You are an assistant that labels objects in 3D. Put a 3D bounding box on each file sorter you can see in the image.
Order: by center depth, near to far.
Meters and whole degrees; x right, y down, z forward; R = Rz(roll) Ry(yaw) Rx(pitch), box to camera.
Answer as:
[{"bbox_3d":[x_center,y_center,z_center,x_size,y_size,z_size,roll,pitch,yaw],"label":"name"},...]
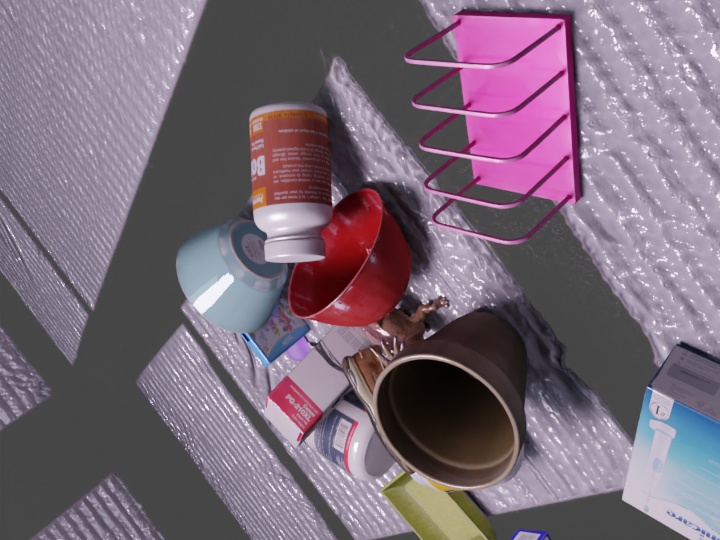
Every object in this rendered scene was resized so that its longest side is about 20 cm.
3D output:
[{"bbox_3d":[0.136,-0.148,0.822,0.137,0.125,0.204,18,133,40],"label":"file sorter"}]

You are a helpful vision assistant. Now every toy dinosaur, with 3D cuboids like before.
[{"bbox_3d":[0.041,0.088,1.139,0.198,0.135,0.087,26,139,35],"label":"toy dinosaur"}]

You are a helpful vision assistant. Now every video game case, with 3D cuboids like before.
[{"bbox_3d":[-0.187,0.058,1.391,0.018,0.143,0.201,-38,89,33],"label":"video game case"}]

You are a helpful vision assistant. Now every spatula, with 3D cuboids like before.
[{"bbox_3d":[-0.079,0.143,1.438,0.198,0.020,0.057,-5,114,52],"label":"spatula"}]

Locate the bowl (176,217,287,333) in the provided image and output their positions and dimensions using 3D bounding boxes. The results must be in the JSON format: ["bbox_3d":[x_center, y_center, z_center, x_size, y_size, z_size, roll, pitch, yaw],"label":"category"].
[{"bbox_3d":[-0.201,-0.008,1.326,0.105,0.200,0.202,-38,90,35],"label":"bowl"}]

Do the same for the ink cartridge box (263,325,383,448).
[{"bbox_3d":[-0.057,0.174,1.259,0.084,0.200,0.145,42,159,8],"label":"ink cartridge box"}]

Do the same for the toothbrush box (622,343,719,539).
[{"bbox_3d":[0.385,0.206,0.869,0.145,0.085,0.203,25,137,34],"label":"toothbrush box"}]

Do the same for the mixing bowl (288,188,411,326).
[{"bbox_3d":[0.000,0.000,1.094,0.107,0.204,0.198,33,156,-28],"label":"mixing bowl"}]

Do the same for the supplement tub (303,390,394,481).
[{"bbox_3d":[-0.029,0.266,1.380,0.198,0.140,0.143,22,136,38],"label":"supplement tub"}]

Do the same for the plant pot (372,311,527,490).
[{"bbox_3d":[0.138,0.147,1.019,0.196,0.174,0.204,16,126,23],"label":"plant pot"}]

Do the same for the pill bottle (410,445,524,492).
[{"bbox_3d":[0.151,0.277,1.196,0.113,0.112,0.199,53,147,-1],"label":"pill bottle"}]

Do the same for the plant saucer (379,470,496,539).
[{"bbox_3d":[0.145,0.427,1.395,0.200,0.048,0.201,47,146,10],"label":"plant saucer"}]

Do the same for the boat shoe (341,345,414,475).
[{"bbox_3d":[0.045,0.205,1.167,0.203,0.073,0.076,62,172,-8],"label":"boat shoe"}]

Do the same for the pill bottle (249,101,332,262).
[{"bbox_3d":[-0.094,-0.117,1.070,0.111,0.110,0.206,-11,80,53],"label":"pill bottle"}]

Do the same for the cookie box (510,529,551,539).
[{"bbox_3d":[0.276,0.548,1.235,0.202,0.170,0.075,57,149,-8],"label":"cookie box"}]
